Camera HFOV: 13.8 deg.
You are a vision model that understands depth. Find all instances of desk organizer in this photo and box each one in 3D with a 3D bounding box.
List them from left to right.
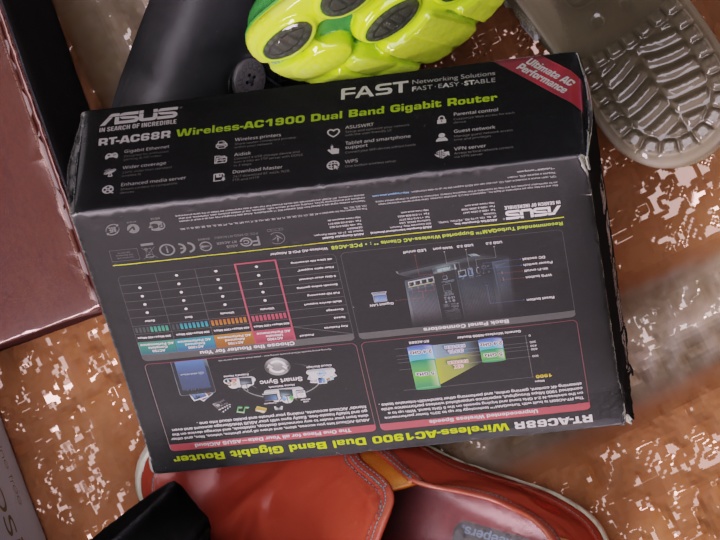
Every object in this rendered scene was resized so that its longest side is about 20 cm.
[{"bbox_3d":[-0.160,-0.067,1.216,0.077,0.072,0.200,-19,89,12],"label":"desk organizer"}]

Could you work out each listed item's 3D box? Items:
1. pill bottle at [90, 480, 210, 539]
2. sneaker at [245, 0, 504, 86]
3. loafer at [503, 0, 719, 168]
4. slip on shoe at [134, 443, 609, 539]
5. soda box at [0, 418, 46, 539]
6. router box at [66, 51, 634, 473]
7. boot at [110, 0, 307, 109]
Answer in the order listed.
[{"bbox_3d":[-0.044,0.187,1.176,0.112,0.112,0.200,-38,93,9],"label":"pill bottle"},{"bbox_3d":[0.032,-0.150,1.132,0.200,0.074,0.084,-45,47,-1],"label":"sneaker"},{"bbox_3d":[0.086,-0.121,1.178,0.076,0.068,0.200,-25,72,3],"label":"loafer"},{"bbox_3d":[0.002,0.100,1.201,0.200,0.061,0.074,15,96,11],"label":"slip on shoe"},{"bbox_3d":[-0.187,0.067,1.226,0.064,0.068,0.200,-20,89,10],"label":"soda box"},{"bbox_3d":[0.000,0.000,1.152,0.200,0.062,0.150,-6,134,7],"label":"router box"},{"bbox_3d":[-0.062,-0.143,1.160,0.066,0.165,0.200,28,99,47],"label":"boot"}]
